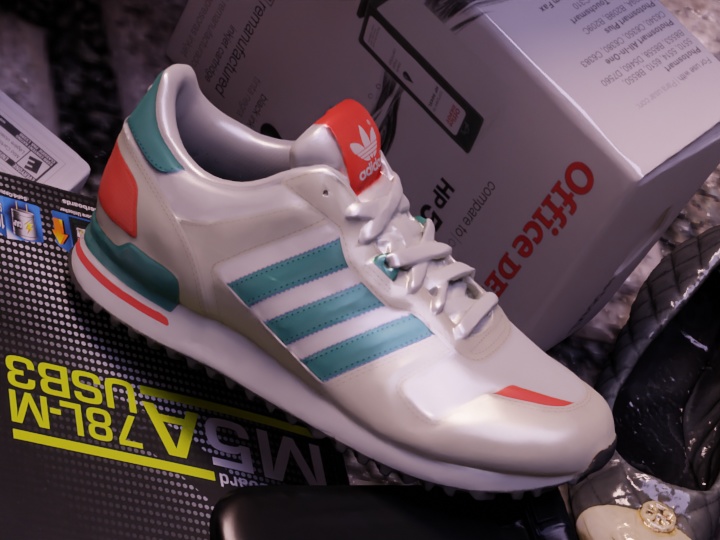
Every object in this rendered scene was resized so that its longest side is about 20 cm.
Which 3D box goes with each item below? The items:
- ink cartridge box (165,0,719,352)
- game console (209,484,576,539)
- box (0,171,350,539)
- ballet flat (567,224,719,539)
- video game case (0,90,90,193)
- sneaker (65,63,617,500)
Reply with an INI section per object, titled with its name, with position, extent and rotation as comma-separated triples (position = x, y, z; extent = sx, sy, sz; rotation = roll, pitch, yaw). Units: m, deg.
[ink cartridge box]
position = 0.035, -0.076, 0.947
extent = 0.200, 0.146, 0.084
rotation = 47, 47, 13
[game console]
position = 0.039, 0.177, 0.772
extent = 0.115, 0.176, 0.201
rotation = -16, 58, -1
[box]
position = -0.094, 0.058, 0.807
extent = 0.199, 0.048, 0.194
rotation = 17, 41, -31
[ballet flat]
position = 0.127, 0.049, 0.961
extent = 0.066, 0.057, 0.201
rotation = 28, 45, -6
[video game case]
position = -0.207, -0.028, 0.859
extent = 0.143, 0.018, 0.200
rotation = 40, 45, 4
[sneaker]
position = 0.000, 0.000, 0.791
extent = 0.199, 0.094, 0.070
rotation = 25, 24, 14
